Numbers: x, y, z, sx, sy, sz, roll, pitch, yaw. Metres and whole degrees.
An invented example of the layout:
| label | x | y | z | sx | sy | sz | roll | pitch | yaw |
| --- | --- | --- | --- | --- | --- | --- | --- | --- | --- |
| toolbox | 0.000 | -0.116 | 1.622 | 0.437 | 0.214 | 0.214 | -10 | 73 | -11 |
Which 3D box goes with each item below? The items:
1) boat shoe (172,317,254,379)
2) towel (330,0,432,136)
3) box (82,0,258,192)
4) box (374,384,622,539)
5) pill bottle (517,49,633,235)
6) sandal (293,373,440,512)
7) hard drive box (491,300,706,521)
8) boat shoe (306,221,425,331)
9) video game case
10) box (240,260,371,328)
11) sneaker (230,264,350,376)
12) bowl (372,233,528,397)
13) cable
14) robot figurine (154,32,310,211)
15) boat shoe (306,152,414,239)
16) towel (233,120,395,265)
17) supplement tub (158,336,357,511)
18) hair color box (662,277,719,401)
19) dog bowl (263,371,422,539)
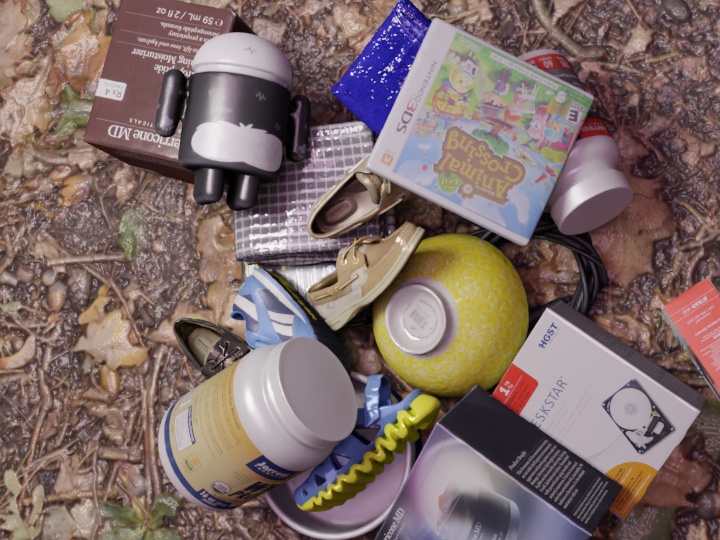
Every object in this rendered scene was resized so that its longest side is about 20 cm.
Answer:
| label | x | y | z | sx | sy | sz | roll | pitch | yaw |
| --- | --- | --- | --- | --- | --- | --- | --- | --- | --- |
| boat shoe | -0.171 | 0.114 | 1.287 | 0.199 | 0.065 | 0.074 | 20 | 77 | 42 |
| towel | 0.078 | -0.194 | 1.181 | 0.200 | 0.050 | 0.148 | 41 | 114 | 0 |
| box | -0.229 | -0.228 | 1.341 | 0.164 | 0.164 | 0.202 | 14 | 85 | 16 |
| box | 0.146 | 0.276 | 1.144 | 0.198 | 0.123 | 0.201 | 34 | 119 | 18 |
| pill bottle | 0.234 | -0.150 | 1.212 | 0.115 | 0.116 | 0.201 | -28 | 65 | 9 |
| sandal | -0.003 | 0.196 | 1.182 | 0.200 | 0.080 | 0.087 | -43 | 70 | -3 |
| hard drive box | 0.263 | 0.156 | 1.172 | 0.199 | 0.077 | 0.157 | 34 | 108 | 18 |
| boat shoe | 0.000 | 0.000 | 1.193 | 0.066 | 0.074 | 0.200 | 41 | 132 | -5 |
| video game case | 0.132 | -0.151 | 1.129 | 0.198 | 0.022 | 0.183 | 26 | 88 | -3 |
| box | -0.076 | -0.019 | 1.328 | 0.159 | 0.049 | 0.202 | -10 | 79 | 11 |
| sneaker | -0.086 | 0.081 | 1.246 | 0.082 | 0.074 | 0.200 | -47 | 56 | 5 |
| bowl | 0.087 | 0.054 | 1.213 | 0.198 | 0.107 | 0.203 | 0 | 90 | 30 |
| cable | 0.198 | 0.012 | 1.246 | 0.198 | 0.051 | 0.165 | 5 | 83 | 15 |
| robot figurine | -0.146 | -0.173 | 1.196 | 0.124 | 0.150 | 0.202 | 6 | 87 | 30 |
| boat shoe | 0.022 | -0.100 | 1.166 | 0.199 | 0.065 | 0.072 | -34 | 96 | 14 |
| towel | -0.060 | -0.096 | 1.268 | 0.198 | 0.086 | 0.168 | -6 | 79 | 12 |
| supplement tub | -0.114 | 0.171 | 1.150 | 0.199 | 0.144 | 0.146 | -33 | 73 | 32 |
| hair color box | 0.415 | 0.113 | 1.139 | 0.064 | 0.111 | 0.201 | -34 | 74 | 8 |
| dog bowl | -0.025 | 0.224 | 1.260 | 0.198 | 0.079 | 0.202 | -2 | 81 | 15 |
